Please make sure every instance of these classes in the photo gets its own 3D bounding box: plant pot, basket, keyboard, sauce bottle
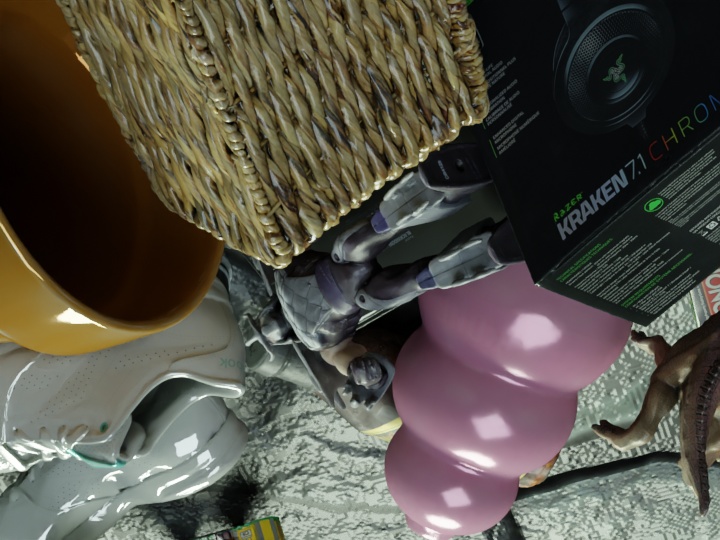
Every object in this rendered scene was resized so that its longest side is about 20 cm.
[{"bbox_3d":[-0.199,-0.041,1.270,0.182,0.201,0.200,-19,133,32],"label":"plant pot"},{"bbox_3d":[-0.049,-0.131,1.184,0.149,0.142,0.201,-37,128,-21],"label":"basket"},{"bbox_3d":[0.001,-0.042,1.339,0.127,0.021,0.200,51,135,-8],"label":"keyboard"},{"bbox_3d":[0.026,0.071,1.466,0.199,0.066,0.066,21,127,-21],"label":"sauce bottle"}]

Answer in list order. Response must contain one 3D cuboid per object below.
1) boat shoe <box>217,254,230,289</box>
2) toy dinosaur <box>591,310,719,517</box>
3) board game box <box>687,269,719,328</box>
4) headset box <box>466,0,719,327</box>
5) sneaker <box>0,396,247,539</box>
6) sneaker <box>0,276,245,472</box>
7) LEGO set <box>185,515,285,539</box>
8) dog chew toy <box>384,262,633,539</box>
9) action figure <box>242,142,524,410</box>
[{"bbox_3d":[-0.166,0.040,1.397,0.199,0.071,0.072,-24,131,12],"label":"boat shoe"},{"bbox_3d":[0.203,0.043,1.321,0.086,0.200,0.136,41,122,0],"label":"toy dinosaur"},{"bbox_3d":[0.216,-0.059,1.368,0.198,0.062,0.201,-12,133,7],"label":"board game box"},{"bbox_3d":[0.142,-0.108,1.231,0.092,0.201,0.174,20,130,-43],"label":"headset box"},{"bbox_3d":[-0.169,0.111,1.477,0.199,0.075,0.089,-29,112,18],"label":"sneaker"},{"bbox_3d":[-0.153,0.076,1.312,0.199,0.089,0.075,-28,144,7],"label":"sneaker"},{"bbox_3d":[-0.123,0.234,1.504,0.199,0.117,0.153,-8,165,-43],"label":"LEGO set"},{"bbox_3d":[0.074,0.058,1.387,0.124,0.125,0.201,18,102,-21],"label":"dog chew toy"},{"bbox_3d":[0.000,0.000,1.305,0.199,0.069,0.131,-31,94,42],"label":"action figure"}]
